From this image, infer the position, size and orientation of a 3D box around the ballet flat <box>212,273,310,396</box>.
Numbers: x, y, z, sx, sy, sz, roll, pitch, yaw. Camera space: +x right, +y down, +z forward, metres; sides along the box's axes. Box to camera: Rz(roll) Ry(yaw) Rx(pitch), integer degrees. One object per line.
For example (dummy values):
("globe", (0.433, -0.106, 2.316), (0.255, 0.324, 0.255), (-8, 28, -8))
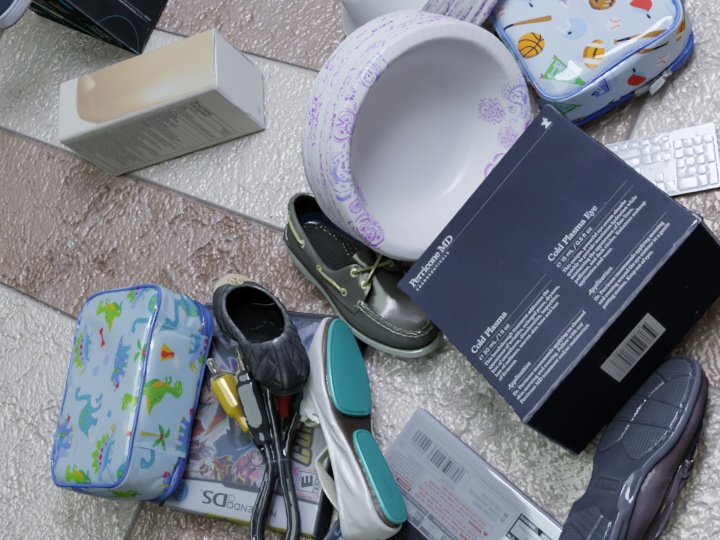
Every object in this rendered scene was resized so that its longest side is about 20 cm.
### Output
("ballet flat", (-0.089, 0.044, 1.046), (0.065, 0.058, 0.200), (-15, 28, -17))

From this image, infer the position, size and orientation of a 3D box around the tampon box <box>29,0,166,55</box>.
("tampon box", (-0.331, -0.357, 1.317), (0.198, 0.150, 0.128), (25, 86, 32))

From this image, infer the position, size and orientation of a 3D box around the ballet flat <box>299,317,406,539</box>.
("ballet flat", (-0.019, 0.140, 1.004), (0.069, 0.069, 0.203), (-26, 65, 17))

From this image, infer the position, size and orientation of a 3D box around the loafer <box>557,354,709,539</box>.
("loafer", (0.219, 0.164, 0.903), (0.202, 0.063, 0.072), (-59, 29, -12))

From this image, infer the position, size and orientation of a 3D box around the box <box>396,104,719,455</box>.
("box", (0.164, 0.006, 0.934), (0.201, 0.104, 0.182), (-49, 49, 8))

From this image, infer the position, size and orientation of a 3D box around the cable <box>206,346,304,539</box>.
("cable", (-0.074, 0.157, 1.047), (0.096, 0.050, 0.203), (-17, 76, 2))

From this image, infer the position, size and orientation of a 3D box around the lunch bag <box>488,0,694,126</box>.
("lunch bag", (0.202, -0.234, 1.037), (0.159, 0.075, 0.202), (-32, 60, 12))

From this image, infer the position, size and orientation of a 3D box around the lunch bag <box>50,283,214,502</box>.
("lunch bag", (-0.225, 0.117, 1.120), (0.159, 0.082, 0.203), (-10, 66, 44))

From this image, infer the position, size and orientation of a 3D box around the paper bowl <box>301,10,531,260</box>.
("paper bowl", (0.041, -0.119, 0.996), (0.202, 0.200, 0.104), (-56, 35, -1))

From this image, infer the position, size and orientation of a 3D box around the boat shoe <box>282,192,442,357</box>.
("boat shoe", (-0.002, 0.002, 1.058), (0.072, 0.061, 0.201), (-34, 55, -21))

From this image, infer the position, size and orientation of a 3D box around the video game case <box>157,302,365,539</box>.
("video game case", (-0.093, 0.136, 1.089), (0.178, 0.025, 0.203), (4, 75, 29))

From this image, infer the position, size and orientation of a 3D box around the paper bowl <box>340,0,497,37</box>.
("paper bowl", (0.049, -0.294, 1.075), (0.200, 0.103, 0.203), (-36, 43, 42))

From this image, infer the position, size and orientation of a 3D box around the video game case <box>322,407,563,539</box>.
("video game case", (0.067, 0.246, 0.968), (0.199, 0.023, 0.183), (37, 91, 32))

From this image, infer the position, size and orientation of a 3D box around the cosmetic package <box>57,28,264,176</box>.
("cosmetic package", (-0.209, -0.173, 1.216), (0.197, 0.105, 0.072), (-14, 66, 22))

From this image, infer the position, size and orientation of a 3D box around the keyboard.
("keyboard", (0.213, -0.081, 1.013), (0.197, 0.011, 0.057), (-10, 68, 25))

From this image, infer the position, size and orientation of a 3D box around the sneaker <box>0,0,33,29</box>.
("sneaker", (-0.357, -0.355, 1.178), (0.070, 0.108, 0.202), (30, 92, 31))
